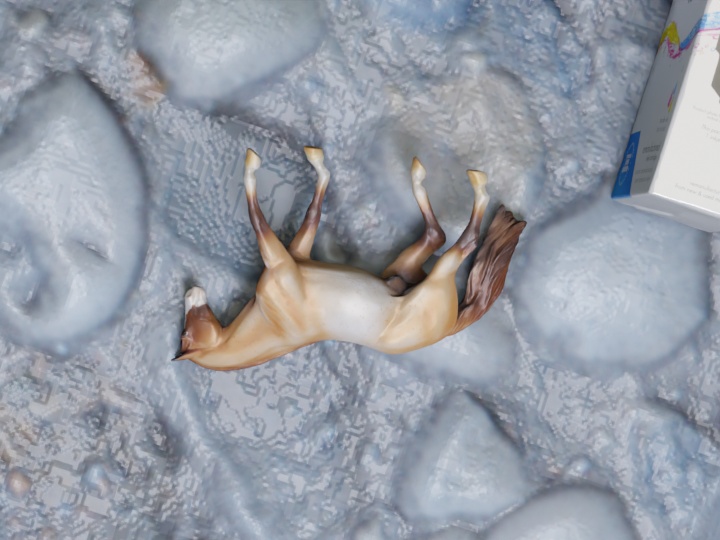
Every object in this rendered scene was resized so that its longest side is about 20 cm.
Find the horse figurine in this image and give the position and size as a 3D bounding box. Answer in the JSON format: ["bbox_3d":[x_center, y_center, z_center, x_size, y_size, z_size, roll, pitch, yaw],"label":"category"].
[{"bbox_3d":[0.000,0.000,1.425,0.199,0.050,0.133,4,103,-14],"label":"horse figurine"}]

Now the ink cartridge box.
[{"bbox_3d":[0.209,-0.126,1.420,0.067,0.116,0.201,17,88,-5],"label":"ink cartridge box"}]
